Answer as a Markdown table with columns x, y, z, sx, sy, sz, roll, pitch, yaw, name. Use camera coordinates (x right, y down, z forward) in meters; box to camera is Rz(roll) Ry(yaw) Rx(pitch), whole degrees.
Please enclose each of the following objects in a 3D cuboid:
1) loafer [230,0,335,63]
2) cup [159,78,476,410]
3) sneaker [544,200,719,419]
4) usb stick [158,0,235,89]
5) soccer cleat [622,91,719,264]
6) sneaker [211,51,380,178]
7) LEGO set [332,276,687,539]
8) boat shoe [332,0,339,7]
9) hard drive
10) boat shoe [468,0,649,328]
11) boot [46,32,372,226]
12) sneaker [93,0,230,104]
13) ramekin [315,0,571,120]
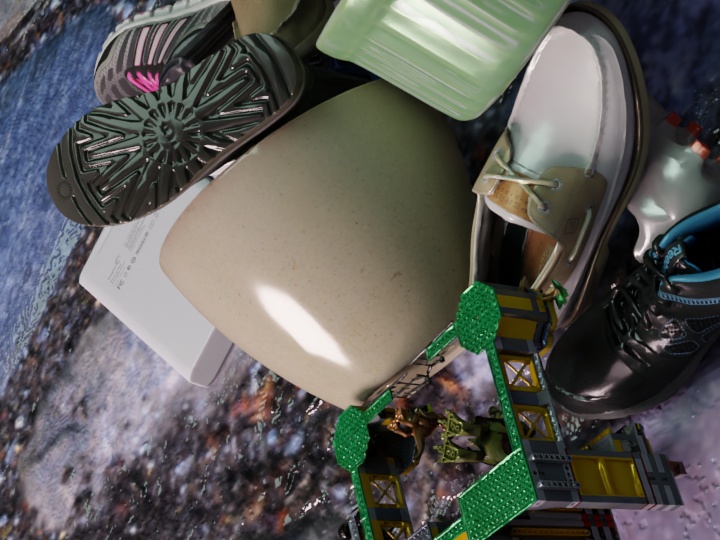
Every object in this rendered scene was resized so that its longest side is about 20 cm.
| x | y | z | sx | sy | sz | roll | pitch | yaw | name |
| --- | --- | --- | --- | --- | --- | --- | --- | --- | --- |
| -0.060 | -0.185 | 1.008 | 0.076 | 0.067 | 0.200 | -43 | 22 | 25 | loafer |
| 0.000 | 0.000 | 0.896 | 0.200 | 0.200 | 0.144 | -42 | 76 | 25 | cup |
| 0.165 | 0.009 | 0.777 | 0.200 | 0.082 | 0.074 | -39 | 49 | 29 | sneaker |
| -0.084 | -0.190 | 1.095 | 0.200 | 0.033 | 0.056 | -53 | -3 | -37 | usb stick |
| 0.138 | -0.088 | 0.865 | 0.078 | 0.069 | 0.200 | -51 | 46 | 21 | soccer cleat |
| -0.027 | -0.111 | 1.046 | 0.199 | 0.077 | 0.076 | -16 | 60 | 22 | sneaker |
| 0.083 | 0.103 | 0.800 | 0.200 | 0.115 | 0.154 | -54 | 42 | 37 | LEGO set |
| 0.013 | -0.189 | 1.049 | 0.200 | 0.070 | 0.067 | -25 | 42 | 45 | boat shoe |
| -0.142 | -0.009 | 1.152 | 0.200 | 0.027 | 0.132 | 33 | 96 | 49 | hard drive |
| 0.103 | -0.044 | 0.802 | 0.075 | 0.068 | 0.201 | 31 | 132 | 36 | boat shoe |
| -0.075 | -0.078 | 0.907 | 0.181 | 0.200 | 0.073 | -23 | 87 | 13 | boot |
| -0.148 | -0.163 | 1.193 | 0.199 | 0.074 | 0.088 | -19 | 52 | 34 | sneaker |
| 0.069 | -0.179 | 0.803 | 0.201 | 0.097 | 0.200 | -57 | 5 | 8 | ramekin |
